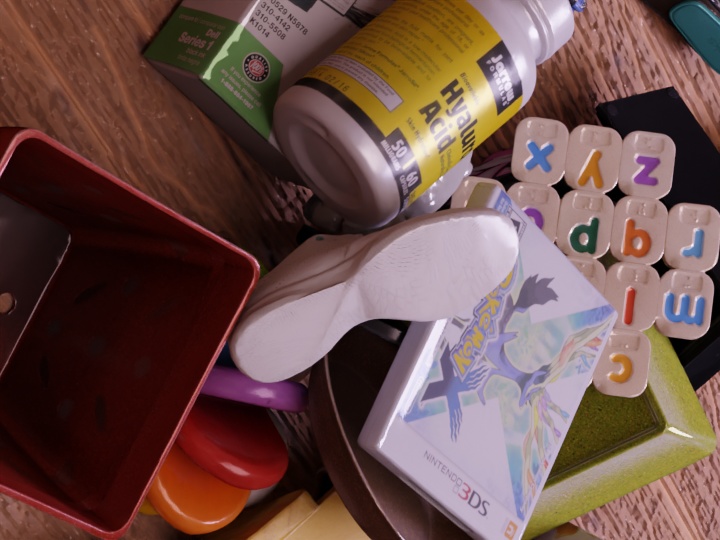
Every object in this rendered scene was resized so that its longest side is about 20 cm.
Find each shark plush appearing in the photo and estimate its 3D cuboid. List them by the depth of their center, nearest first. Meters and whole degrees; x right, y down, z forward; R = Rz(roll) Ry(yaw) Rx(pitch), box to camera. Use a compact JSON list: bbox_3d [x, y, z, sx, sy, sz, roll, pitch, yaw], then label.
[{"bbox_3d":[0.036,-0.097,1.538,0.200,0.083,0.091,-63,154,-30],"label":"shark plush"}]

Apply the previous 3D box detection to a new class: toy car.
[{"bbox_3d":[-0.100,0.084,1.467,0.175,0.150,0.201,15,94,-37],"label":"toy car"}]

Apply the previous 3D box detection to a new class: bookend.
[{"bbox_3d":[0.217,-0.003,1.680,0.092,0.199,0.200,-16,68,-41],"label":"bookend"}]

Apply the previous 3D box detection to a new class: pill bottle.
[{"bbox_3d":[0.047,-0.129,1.431,0.200,0.111,0.111,-42,123,-20],"label":"pill bottle"}]

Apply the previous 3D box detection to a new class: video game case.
[{"bbox_3d":[0.092,0.071,1.454,0.182,0.022,0.200,42,66,-44],"label":"video game case"}]

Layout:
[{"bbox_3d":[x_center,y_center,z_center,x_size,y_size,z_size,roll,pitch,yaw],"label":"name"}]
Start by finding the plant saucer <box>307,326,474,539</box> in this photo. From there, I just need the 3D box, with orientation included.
[{"bbox_3d":[0.018,0.124,1.458,0.037,0.201,0.200,-28,127,20],"label":"plant saucer"}]

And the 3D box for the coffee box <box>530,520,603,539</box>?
[{"bbox_3d":[0.155,0.238,1.658,0.114,0.200,0.080,33,83,-37],"label":"coffee box"}]

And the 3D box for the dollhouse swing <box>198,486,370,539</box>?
[{"bbox_3d":[-0.007,0.241,1.570,0.200,0.182,0.176,54,49,-7],"label":"dollhouse swing"}]

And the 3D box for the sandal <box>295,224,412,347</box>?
[{"bbox_3d":[0.000,0.000,1.485,0.075,0.200,0.045,31,101,-23],"label":"sandal"}]

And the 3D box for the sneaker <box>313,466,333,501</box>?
[{"bbox_3d":[0.022,0.163,1.623,0.200,0.073,0.085,-42,125,-17],"label":"sneaker"}]

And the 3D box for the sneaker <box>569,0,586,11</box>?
[{"bbox_3d":[0.102,-0.178,1.564,0.200,0.075,0.079,-42,108,-26],"label":"sneaker"}]

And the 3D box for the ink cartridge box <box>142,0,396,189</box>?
[{"bbox_3d":[-0.030,-0.179,1.483,0.146,0.084,0.200,41,79,-36],"label":"ink cartridge box"}]

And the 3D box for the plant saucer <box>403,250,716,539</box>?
[{"bbox_3d":[0.138,0.086,1.589,0.199,0.048,0.200,-26,84,3],"label":"plant saucer"}]

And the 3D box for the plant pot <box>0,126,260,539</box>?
[{"bbox_3d":[-0.221,0.025,1.349,0.200,0.176,0.200,31,84,-37],"label":"plant pot"}]

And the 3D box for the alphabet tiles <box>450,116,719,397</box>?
[{"bbox_3d":[0.161,-0.010,1.560,0.199,0.015,0.196,7,84,-1],"label":"alphabet tiles"}]

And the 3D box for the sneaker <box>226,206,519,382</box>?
[{"bbox_3d":[0.002,-0.002,1.383,0.200,0.089,0.075,-21,120,-2],"label":"sneaker"}]

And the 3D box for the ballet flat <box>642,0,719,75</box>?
[{"bbox_3d":[0.253,-0.234,1.687,0.200,0.073,0.073,40,79,-30],"label":"ballet flat"}]

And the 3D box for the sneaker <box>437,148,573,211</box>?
[{"bbox_3d":[0.088,-0.043,1.603,0.200,0.086,0.081,-25,115,-27],"label":"sneaker"}]
